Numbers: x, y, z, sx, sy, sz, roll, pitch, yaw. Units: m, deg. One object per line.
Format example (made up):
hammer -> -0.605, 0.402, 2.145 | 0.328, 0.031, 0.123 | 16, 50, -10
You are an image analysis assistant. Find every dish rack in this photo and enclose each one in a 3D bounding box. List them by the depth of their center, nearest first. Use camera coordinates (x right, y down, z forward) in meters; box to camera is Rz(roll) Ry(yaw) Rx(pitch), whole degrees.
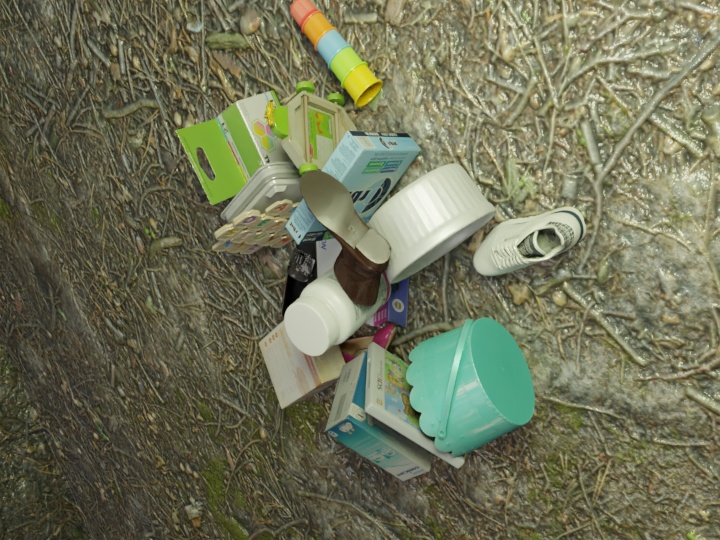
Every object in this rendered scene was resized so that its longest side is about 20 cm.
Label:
dish rack -> -0.150, -0.129, 1.186 | 0.199, 0.169, 0.045 | -36, 71, 44

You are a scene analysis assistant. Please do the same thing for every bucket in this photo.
bucket -> 0.184, 0.186, 1.061 | 0.133, 0.206, 0.210 | -32, 91, 35

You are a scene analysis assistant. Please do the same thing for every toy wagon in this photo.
toy wagon -> -0.082, -0.230, 1.061 | 0.039, 0.196, 0.161 | -18, 70, 45

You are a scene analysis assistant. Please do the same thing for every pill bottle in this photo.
pill bottle -> -0.038, 0.057, 1.117 | 0.111, 0.199, 0.117 | 16, 122, 28

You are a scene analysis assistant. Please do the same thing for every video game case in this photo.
video game case -> 0.093, 0.230, 1.123 | 0.197, 0.183, 0.022 | 34, 114, -13

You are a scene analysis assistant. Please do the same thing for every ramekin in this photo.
ramekin -> 0.104, -0.075, 0.997 | 0.200, 0.198, 0.099 | -40, 80, 43

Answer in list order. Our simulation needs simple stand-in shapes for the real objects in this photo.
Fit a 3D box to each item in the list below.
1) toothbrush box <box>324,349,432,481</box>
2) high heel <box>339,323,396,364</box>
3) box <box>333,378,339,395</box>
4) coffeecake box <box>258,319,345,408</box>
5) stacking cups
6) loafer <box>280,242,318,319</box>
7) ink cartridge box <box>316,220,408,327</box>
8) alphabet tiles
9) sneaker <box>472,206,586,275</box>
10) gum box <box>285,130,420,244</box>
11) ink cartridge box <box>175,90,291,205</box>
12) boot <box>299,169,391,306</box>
toothbrush box -> 0.046, 0.272, 1.199 | 0.198, 0.149, 0.085 | 34, 136, -19
high heel -> 0.006, 0.140, 1.260 | 0.095, 0.068, 0.201 | 36, 149, 5
box -> 0.032, 0.282, 1.284 | 0.199, 0.042, 0.038 | 42, 127, -19
coffeecake box -> -0.124, 0.183, 1.351 | 0.199, 0.072, 0.157 | -39, 69, 50
stacking cups -> -0.043, -0.367, 1.068 | 0.202, 0.060, 0.061 | 54, 134, 11
loafer -> -0.122, 0.019, 1.312 | 0.071, 0.063, 0.204 | 31, 128, 24
ink cartridge box -> 0.000, 0.000, 1.221 | 0.196, 0.043, 0.202 | 19, 122, 33
alphabet tiles -> -0.180, -0.076, 1.215 | 0.193, 0.198, 0.015 | -30, 73, 26
sneaker -> 0.242, -0.037, 0.980 | 0.198, 0.080, 0.078 | -28, 95, 45
gum box -> -0.011, -0.135, 1.049 | 0.045, 0.168, 0.201 | 50, 123, 18
ink cartridge box -> -0.213, -0.225, 1.170 | 0.075, 0.199, 0.151 | -18, 101, 42
boot -> -0.030, -0.041, 0.995 | 0.188, 0.064, 0.201 | 50, 164, 12
